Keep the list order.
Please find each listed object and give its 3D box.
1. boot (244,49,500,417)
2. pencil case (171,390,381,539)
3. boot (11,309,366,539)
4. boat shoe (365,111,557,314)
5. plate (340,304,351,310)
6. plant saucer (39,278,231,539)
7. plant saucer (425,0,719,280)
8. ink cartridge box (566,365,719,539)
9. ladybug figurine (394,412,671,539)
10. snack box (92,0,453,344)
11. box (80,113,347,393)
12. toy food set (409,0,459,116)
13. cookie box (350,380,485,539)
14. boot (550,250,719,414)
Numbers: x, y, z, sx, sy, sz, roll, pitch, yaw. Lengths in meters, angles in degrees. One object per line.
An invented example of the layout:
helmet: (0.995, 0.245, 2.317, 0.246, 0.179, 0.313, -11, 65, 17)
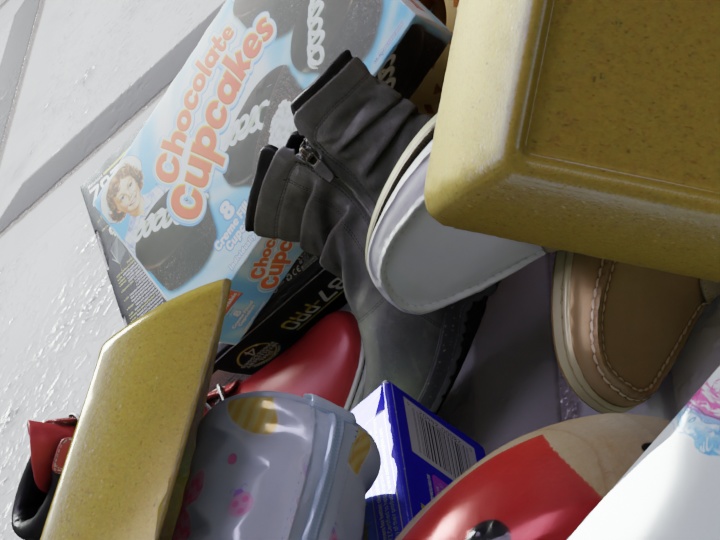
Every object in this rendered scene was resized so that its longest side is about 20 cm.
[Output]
boot: (0.000, 0.000, 0.885, 0.201, 0.130, 0.068, -66, -6, 25)
pencil case: (-0.047, 0.147, 0.725, 0.091, 0.082, 0.202, 115, 170, -52)
boot: (-0.089, 0.083, 0.947, 0.200, 0.144, 0.073, -50, 33, 16)
boat shoe: (0.081, -0.047, 0.766, 0.200, 0.075, 0.069, -42, 25, 14)
plate: (0.043, -0.052, 1.033, 0.201, 0.032, 0.200, -57, 27, -8)
plant saucer: (-0.110, 0.127, 0.779, 0.201, 0.048, 0.202, 107, 177, -58)
plant saucer: (0.135, -0.095, 0.685, 0.048, 0.198, 0.202, -45, -34, -79)
ink cartridge box: (0.180, 0.092, 0.534, 0.200, 0.145, 0.145, -50, 28, 8)
ladybug figurine: (0.065, 0.140, 0.667, 0.200, 0.136, 0.072, -48, -11, 3)
snack box: (-0.050, -0.076, 0.939, 0.201, 0.037, 0.116, -54, 52, 16)
box: (-0.061, -0.038, 0.997, 0.200, 0.049, 0.162, -41, 58, 28)
toy food set: (0.075, -0.132, 0.899, 0.201, 0.048, 0.199, -115, 34, -40)
cookie box: (-0.025, 0.178, 0.828, 0.200, 0.075, 0.172, -41, 31, 22)
boot: (0.172, -0.033, 0.773, 0.155, 0.073, 0.201, -8, 47, 53)
